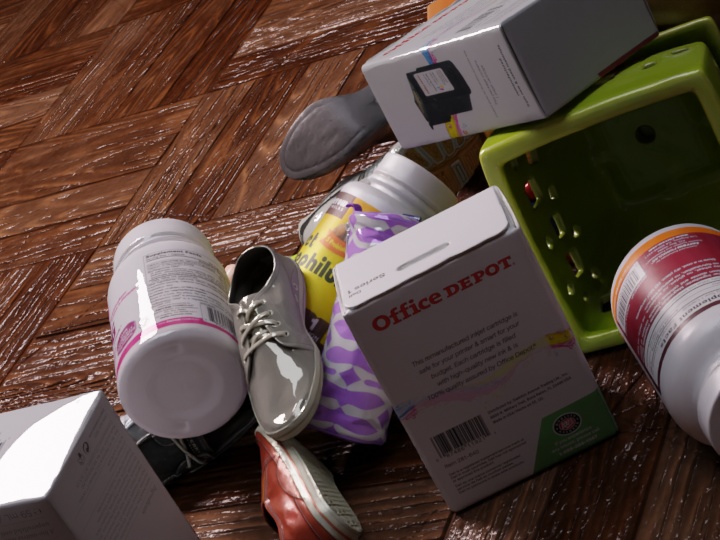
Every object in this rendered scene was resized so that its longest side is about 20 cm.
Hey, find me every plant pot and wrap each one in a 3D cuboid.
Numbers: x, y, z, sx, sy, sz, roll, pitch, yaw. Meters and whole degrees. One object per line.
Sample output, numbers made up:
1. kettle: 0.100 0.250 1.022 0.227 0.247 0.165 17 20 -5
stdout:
1. plant pot: 0.245 -0.207 1.616 0.198 0.028 0.200 -2 -5 0
2. plant pot: 0.233 -0.081 1.523 0.198 0.201 0.182 -19 22 24

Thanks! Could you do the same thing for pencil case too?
1. pencil case: 0.004 0.044 1.546 0.085 0.084 0.202 14 86 14

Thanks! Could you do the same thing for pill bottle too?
1. pill bottle: 0.258 0.055 1.346 0.112 0.113 0.200 -28 27 4
2. pill bottle: 0.000 0.000 1.642 0.201 0.109 0.109 -56 31 -7
3. pill bottle: -0.164 0.045 1.646 0.113 0.114 0.201 -27 33 6

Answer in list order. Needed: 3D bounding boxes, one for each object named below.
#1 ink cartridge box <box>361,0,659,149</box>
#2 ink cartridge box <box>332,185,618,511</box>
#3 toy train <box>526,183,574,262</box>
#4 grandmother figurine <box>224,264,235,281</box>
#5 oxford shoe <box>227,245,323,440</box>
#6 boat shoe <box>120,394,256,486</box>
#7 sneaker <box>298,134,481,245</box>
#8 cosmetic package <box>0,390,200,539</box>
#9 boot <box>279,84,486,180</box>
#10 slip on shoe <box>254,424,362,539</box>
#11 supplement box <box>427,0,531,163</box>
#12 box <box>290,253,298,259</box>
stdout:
1. ink cartridge box: 0.118 -0.178 1.517 0.145 0.083 0.199 -36 15 -29
2. ink cartridge box: 0.086 0.059 1.412 0.144 0.201 0.084 -26 27 5
3. toy train: 0.151 -0.047 1.675 0.200 0.085 0.115 -40 18 -18
4. grandmother figurine: -0.148 0.076 1.756 0.201 0.060 0.122 -54 -7 -29
5. oxford shoe: -0.075 0.056 1.535 0.075 0.058 0.201 -32 41 21
6. boat shoe: -0.157 0.143 1.653 0.200 0.072 0.071 -41 25 -26
7. sneaker: 0.022 -0.081 1.756 0.199 0.076 0.087 -36 22 -19
8. cosmetic package: -0.250 0.223 1.464 0.198 0.201 0.123 -14 32 28
9. boot: 0.031 -0.131 1.824 0.188 0.200 0.069 -44 64 8
10. slip on shoe: -0.055 0.178 1.500 0.061 0.074 0.200 -47 26 4
11. supplement box: 0.134 -0.168 1.757 0.068 0.201 0.067 -26 27 15
12. box: 0.024 -0.004 1.756 0.199 0.048 0.122 -25 27 12
